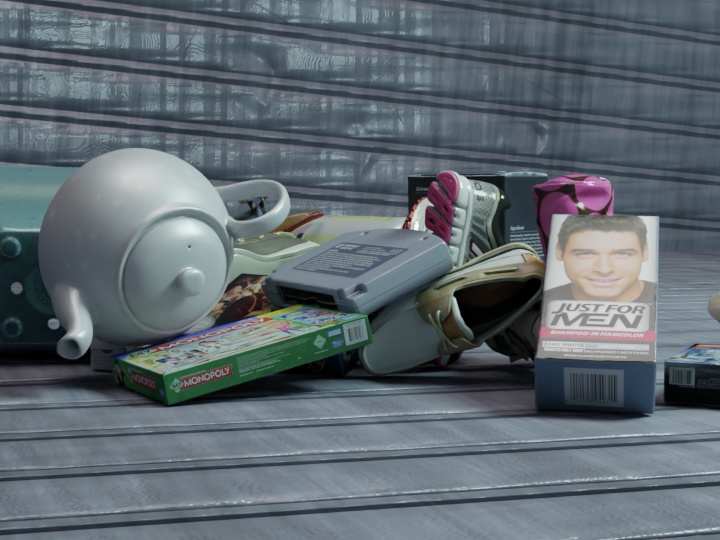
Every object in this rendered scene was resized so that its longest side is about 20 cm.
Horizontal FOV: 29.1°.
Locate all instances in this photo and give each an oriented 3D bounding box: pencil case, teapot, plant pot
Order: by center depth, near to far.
[{"bbox_3d":[-0.185,-0.013,1.274,0.197,0.201,0.146,17,5,-43],"label":"teapot"},{"bbox_3d":[0.182,0.060,1.349,0.078,0.090,0.200,-31,14,-10],"label":"pencil case"},{"bbox_3d":[0.239,-0.001,1.431,0.093,0.201,0.091,-12,-1,-5],"label":"pencil case"},{"bbox_3d":[-0.316,0.000,1.470,0.195,0.197,0.200,0,12,-6],"label":"plant pot"}]

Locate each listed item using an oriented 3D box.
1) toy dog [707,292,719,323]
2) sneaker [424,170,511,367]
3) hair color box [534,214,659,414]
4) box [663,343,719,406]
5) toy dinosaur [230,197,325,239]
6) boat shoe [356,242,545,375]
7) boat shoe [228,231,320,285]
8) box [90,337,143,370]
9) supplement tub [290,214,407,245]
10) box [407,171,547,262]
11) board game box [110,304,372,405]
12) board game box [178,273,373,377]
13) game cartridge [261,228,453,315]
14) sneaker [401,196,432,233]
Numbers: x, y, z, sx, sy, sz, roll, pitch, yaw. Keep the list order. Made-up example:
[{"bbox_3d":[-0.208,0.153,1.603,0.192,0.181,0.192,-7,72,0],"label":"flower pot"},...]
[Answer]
[{"bbox_3d":[0.440,0.052,1.384,0.194,0.140,0.200,42,18,20],"label":"toy dog"},{"bbox_3d":[0.109,0.000,1.391,0.087,0.201,0.074,-1,14,-26],"label":"sneaker"},{"bbox_3d":[0.207,0.033,1.204,0.098,0.061,0.200,2,38,12],"label":"hair color box"},{"bbox_3d":[0.376,0.095,1.209,0.199,0.040,0.137,2,5,25],"label":"box"},{"bbox_3d":[-0.156,-0.004,1.609,0.199,0.182,0.105,17,14,-16],"label":"toy dinosaur"},{"bbox_3d":[0.084,0.040,1.307,0.199,0.075,0.068,-32,16,5],"label":"boat shoe"},{"bbox_3d":[-0.128,-0.003,1.552,0.201,0.072,0.060,-10,27,-42],"label":"boat shoe"},{"bbox_3d":[-0.214,0.072,1.437,0.041,0.039,0.200,3,4,20],"label":"box"},{"bbox_3d":[0.016,0.008,1.652,0.199,0.146,0.145,4,5,39],"label":"supplement tub"},{"bbox_3d":[0.145,-0.022,1.707,0.147,0.201,0.104,4,5,38],"label":"box"},{"bbox_3d":[-0.108,0.072,1.246,0.199,0.029,0.134,-15,11,-28],"label":"board game box"},{"bbox_3d":[-0.073,0.053,1.415,0.199,0.035,0.135,3,29,30],"label":"board game box"},{"bbox_3d":[0.000,0.000,1.362,0.133,0.041,0.200,-32,18,-23],"label":"game cartridge"},{"bbox_3d":[0.077,0.012,1.498,0.082,0.201,0.078,7,-31,-10],"label":"sneaker"}]
